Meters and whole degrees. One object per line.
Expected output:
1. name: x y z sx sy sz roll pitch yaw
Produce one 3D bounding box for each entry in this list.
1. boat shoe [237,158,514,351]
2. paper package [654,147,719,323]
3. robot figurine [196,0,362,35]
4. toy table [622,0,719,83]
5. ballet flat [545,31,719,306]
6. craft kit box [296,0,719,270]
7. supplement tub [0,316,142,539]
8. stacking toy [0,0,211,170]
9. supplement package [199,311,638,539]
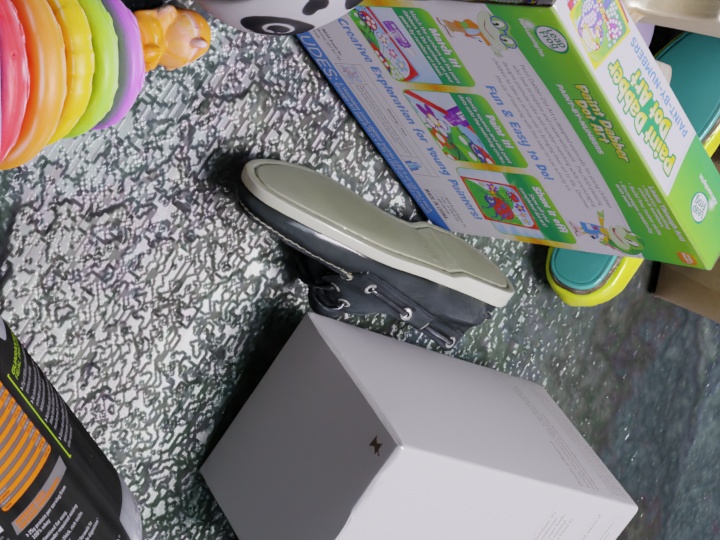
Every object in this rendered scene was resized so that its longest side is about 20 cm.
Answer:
1. boat shoe: -0.001 -0.001 1.068 0.198 0.075 0.066 19 115 -45
2. paper package: 0.322 -0.006 1.239 0.189 0.199 0.105 -2 108 -37
3. robot figurine: -0.058 -0.204 0.905 0.125 0.149 0.201 -54 132 -26
4. toy table: 0.134 -0.160 1.071 0.199 0.116 0.186 -4 99 -42
5. ballet flat: 0.182 -0.063 1.204 0.201 0.067 0.067 -58 152 -2
6. craft kit box: 0.075 -0.088 1.009 0.049 0.196 0.200 -55 132 -20
7. supplement tub: -0.198 0.085 0.905 0.122 0.122 0.201 -43 128 -18
8. stacking toy: -0.145 -0.102 0.907 0.199 0.115 0.111 -15 111 -50
9. supplement package: 0.034 0.123 1.090 0.199 0.120 0.122 19 114 -42
